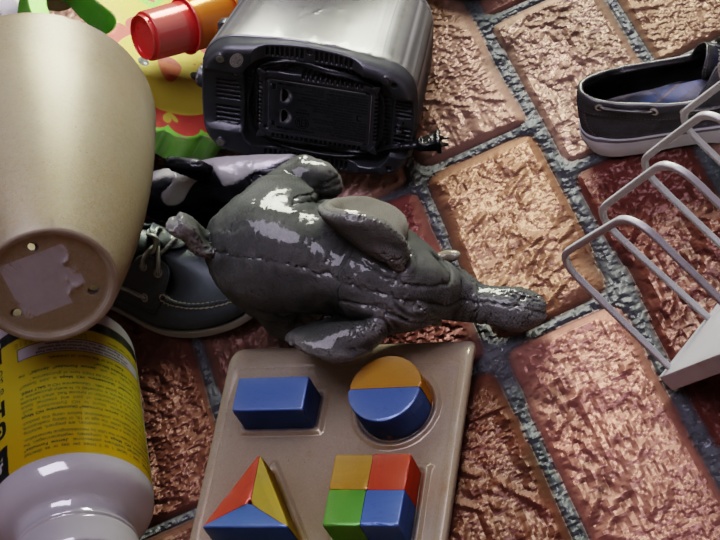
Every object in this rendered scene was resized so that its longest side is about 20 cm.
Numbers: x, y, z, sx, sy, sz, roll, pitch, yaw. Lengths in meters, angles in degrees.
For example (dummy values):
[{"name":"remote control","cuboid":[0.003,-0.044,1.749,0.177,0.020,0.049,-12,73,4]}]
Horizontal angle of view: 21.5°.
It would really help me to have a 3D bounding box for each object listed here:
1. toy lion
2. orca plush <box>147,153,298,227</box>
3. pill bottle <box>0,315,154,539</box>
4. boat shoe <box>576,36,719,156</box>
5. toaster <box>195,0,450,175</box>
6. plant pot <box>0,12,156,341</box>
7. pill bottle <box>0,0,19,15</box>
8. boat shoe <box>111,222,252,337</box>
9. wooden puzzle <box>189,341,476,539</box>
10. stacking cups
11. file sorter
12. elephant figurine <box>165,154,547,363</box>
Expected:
[{"name":"toy lion","cuboid":[-0.183,-0.175,1.534,0.199,0.069,0.192,19,44,-16]},{"name":"orca plush","cuboid":[-0.129,-0.045,1.459,0.199,0.105,0.071,-2,82,18]},{"name":"pill bottle","cuboid":[-0.202,0.131,1.307,0.112,0.113,0.200,-20,46,6]},{"name":"boat shoe","cuboid":[0.252,-0.137,1.376,0.199,0.066,0.070,-9,49,16]},{"name":"toaster","cuboid":[-0.020,-0.156,1.457,0.199,0.114,0.129,9,42,8]},{"name":"plant pot","cuboid":[-0.225,-0.048,1.316,0.187,0.188,0.200,-22,38,4]},{"name":"pill bottle","cuboid":[-0.369,-0.171,1.636,0.200,0.111,0.111,-29,46,-3]},{"name":"boat shoe","cuboid":[-0.162,-0.002,1.438,0.199,0.062,0.073,12,58,31]},{"name":"wooden puzzle","cuboid":[-0.024,0.123,1.285,0.185,0.046,0.201,-3,50,21]},{"name":"stacking cups","cuboid":[-0.090,-0.208,1.535,0.200,0.061,0.060,-24,41,-32]},{"name":"file sorter","cuboid":[0.244,-0.045,1.222,0.124,0.139,0.200,43,71,-2]},{"name":"elephant figurine","cuboid":[0.000,0.000,1.311,0.200,0.142,0.155,22,55,40]}]
